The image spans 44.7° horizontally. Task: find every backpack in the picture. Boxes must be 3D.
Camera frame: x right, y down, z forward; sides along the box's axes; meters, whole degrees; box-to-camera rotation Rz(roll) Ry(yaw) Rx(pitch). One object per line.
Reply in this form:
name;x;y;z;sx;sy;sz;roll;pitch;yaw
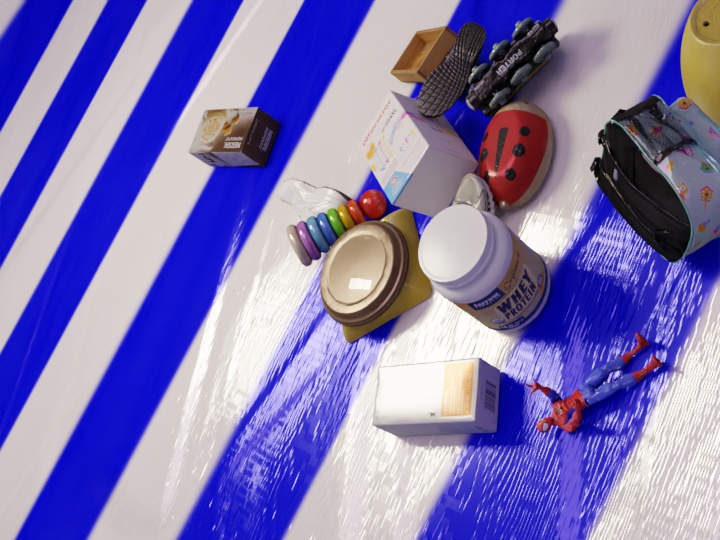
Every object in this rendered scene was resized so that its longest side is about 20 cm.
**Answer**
backpack;0.434;-0.123;1.218;0.150;0.177;0.203;-21;62;-7

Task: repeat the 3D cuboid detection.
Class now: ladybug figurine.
ladybug figurine;0.256;-0.201;1.483;0.134;0.072;0.204;-6;65;38

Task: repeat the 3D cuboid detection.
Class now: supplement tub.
supplement tub;0.191;-0.003;1.348;0.142;0.199;0.147;-19;57;32

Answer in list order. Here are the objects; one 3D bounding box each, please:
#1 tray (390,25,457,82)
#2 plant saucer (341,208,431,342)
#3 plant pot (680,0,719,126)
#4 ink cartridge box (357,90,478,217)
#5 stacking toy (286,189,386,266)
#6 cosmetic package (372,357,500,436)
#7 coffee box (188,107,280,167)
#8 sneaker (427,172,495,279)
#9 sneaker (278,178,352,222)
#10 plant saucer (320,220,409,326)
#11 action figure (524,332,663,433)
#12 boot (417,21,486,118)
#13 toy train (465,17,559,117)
tray;0.120;-0.410;1.674;0.100;0.037;0.200;-57;16;4
plant saucer;0.021;-0.001;1.602;0.198;0.048;0.203;-32;51;26
plant pot;0.540;-0.326;1.251;0.197;0.141;0.204;-20;57;33
ink cartridge box;0.094;-0.215;1.573;0.130;0.123;0.202;-56;43;27
stacking toy;-0.039;-0.089;1.666;0.197;0.086;0.086;-28;50;3
cosmetic package;0.119;0.203;1.396;0.197;0.071;0.104;-11;62;37
coffee box;-0.290;-0.303;2.003;0.197;0.079;0.117;8;74;43
sneaker;0.165;-0.063;1.460;0.077;0.081;0.205;13;90;48
sneaker;-0.103;-0.130;1.762;0.198;0.074;0.089;18;85;45
plant saucer;0.000;0.000;1.568;0.197;0.029;0.204;-19;58;32
action figure;0.316;0.161;1.233;0.200;0.098;0.066;-43;46;19
boot;0.169;-0.338;1.592;0.069;0.132;0.202;33;78;9
toy train;0.264;-0.352;1.525;0.200;0.114;0.085;-44;79;10
